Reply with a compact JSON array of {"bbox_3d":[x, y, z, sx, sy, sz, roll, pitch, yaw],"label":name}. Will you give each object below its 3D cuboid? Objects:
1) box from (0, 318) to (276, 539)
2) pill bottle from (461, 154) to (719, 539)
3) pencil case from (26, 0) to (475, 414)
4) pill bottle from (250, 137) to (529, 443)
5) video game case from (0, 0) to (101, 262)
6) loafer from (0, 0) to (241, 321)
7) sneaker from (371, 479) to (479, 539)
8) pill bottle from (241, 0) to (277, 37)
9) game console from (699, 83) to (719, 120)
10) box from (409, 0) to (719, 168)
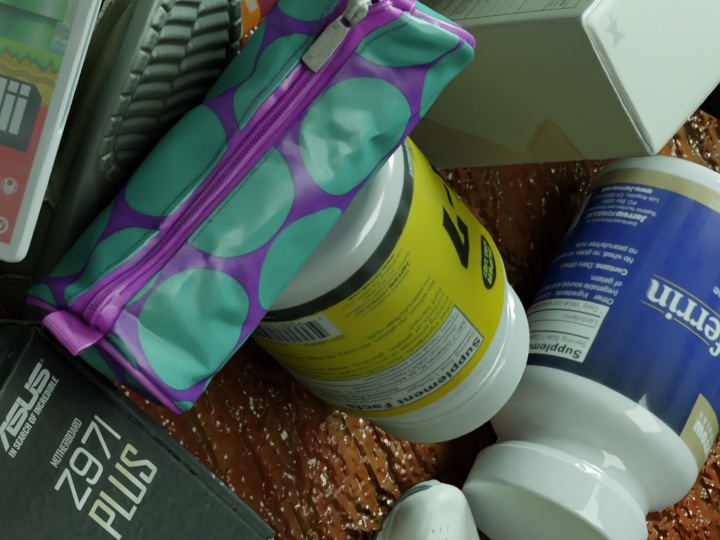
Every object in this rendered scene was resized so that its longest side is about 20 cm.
[{"bbox_3d":[-0.153,0.147,1.165,0.164,0.086,0.201,45,62,-32],"label":"box"},{"bbox_3d":[0.134,0.051,1.406,0.116,0.115,0.201,44,63,-33],"label":"pill bottle"},{"bbox_3d":[-0.046,-0.039,1.120,0.200,0.085,0.092,-52,167,-3],"label":"pencil case"},{"bbox_3d":[0.000,0.000,1.255,0.200,0.114,0.115,46,59,-57],"label":"pill bottle"},{"bbox_3d":[-0.169,-0.119,1.055,0.142,0.017,0.201,17,93,1],"label":"video game case"},{"bbox_3d":[-0.115,-0.059,1.159,0.075,0.070,0.201,-11,133,-54],"label":"loafer"},{"bbox_3d":[0.058,0.201,1.356,0.074,0.087,0.201,-17,101,-40],"label":"sneaker"},{"bbox_3d":[-0.026,-0.199,1.227,0.200,0.109,0.110,-42,119,-11],"label":"pill bottle"},{"bbox_3d":[0.170,-0.201,1.442,0.116,0.176,0.201,-32,113,-7],"label":"game console"},{"bbox_3d":[0.070,-0.105,1.289,0.095,0.199,0.078,-46,119,-32],"label":"box"}]
